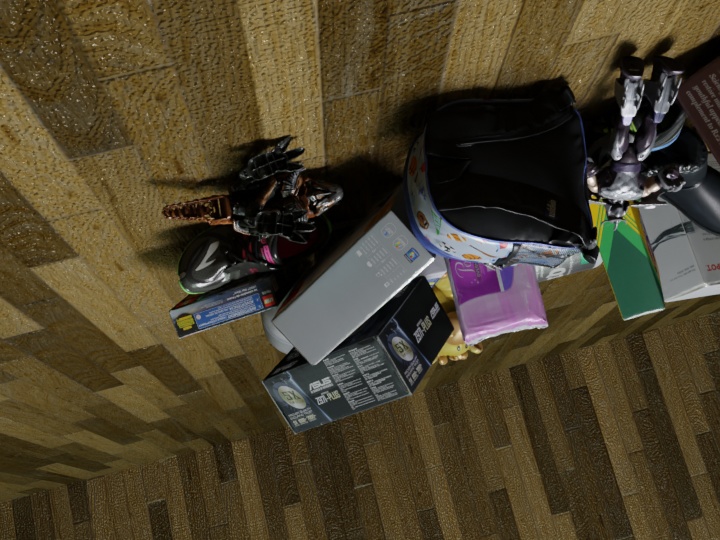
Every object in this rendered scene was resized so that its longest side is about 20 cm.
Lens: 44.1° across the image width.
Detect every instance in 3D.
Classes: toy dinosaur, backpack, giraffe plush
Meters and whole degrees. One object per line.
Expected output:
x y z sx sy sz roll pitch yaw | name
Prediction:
-0.107 -0.068 0.958 0.198 0.103 0.135 -32 -171 -24 | toy dinosaur
0.140 -0.093 0.951 0.187 0.204 0.154 6 156 -21 | backpack
0.142 0.070 1.512 0.169 0.165 0.200 -15 164 0 | giraffe plush

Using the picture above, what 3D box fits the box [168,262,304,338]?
-0.155 0.025 1.164 0.135 0.041 0.200 -18 -170 10 | box

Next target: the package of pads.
0.177 -0.007 1.217 0.118 0.204 0.076 -14 170 12 | package of pads

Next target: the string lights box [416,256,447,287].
0.042 0.017 1.268 0.101 0.060 0.200 -11 163 -16 | string lights box

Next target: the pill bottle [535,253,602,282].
0.304 -0.049 1.354 0.196 0.115 0.113 -15 164 -3 | pill bottle

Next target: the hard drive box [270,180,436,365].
0.000 0.000 1.074 0.200 0.077 0.156 -43 -173 18 | hard drive box

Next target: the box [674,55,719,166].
0.481 -0.163 0.994 0.163 0.168 0.199 -35 157 25 | box

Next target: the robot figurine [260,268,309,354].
-0.095 0.063 1.349 0.167 0.115 0.200 20 164 2 | robot figurine

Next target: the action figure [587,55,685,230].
0.295 -0.132 0.979 0.127 0.070 0.203 -1 123 -6 | action figure

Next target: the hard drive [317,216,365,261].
0.008 -0.027 1.278 0.132 0.043 0.200 -12 164 -12 | hard drive

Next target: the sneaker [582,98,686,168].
0.296 -0.164 1.052 0.196 0.072 0.083 -19 161 -9 | sneaker

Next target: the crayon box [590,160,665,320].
0.336 -0.052 1.146 0.057 0.175 0.200 -17 -171 19 | crayon box

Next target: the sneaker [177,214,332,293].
-0.127 -0.030 1.064 0.197 0.078 0.084 -23 -173 -11 | sneaker

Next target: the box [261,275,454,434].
-0.002 0.108 1.145 0.198 0.087 0.164 -24 -167 35 | box

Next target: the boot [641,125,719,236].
0.438 -0.117 1.154 0.077 0.199 0.168 -57 159 4 | boot

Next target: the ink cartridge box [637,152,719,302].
0.491 -0.064 1.316 0.144 0.204 0.083 -5 162 -31 | ink cartridge box
